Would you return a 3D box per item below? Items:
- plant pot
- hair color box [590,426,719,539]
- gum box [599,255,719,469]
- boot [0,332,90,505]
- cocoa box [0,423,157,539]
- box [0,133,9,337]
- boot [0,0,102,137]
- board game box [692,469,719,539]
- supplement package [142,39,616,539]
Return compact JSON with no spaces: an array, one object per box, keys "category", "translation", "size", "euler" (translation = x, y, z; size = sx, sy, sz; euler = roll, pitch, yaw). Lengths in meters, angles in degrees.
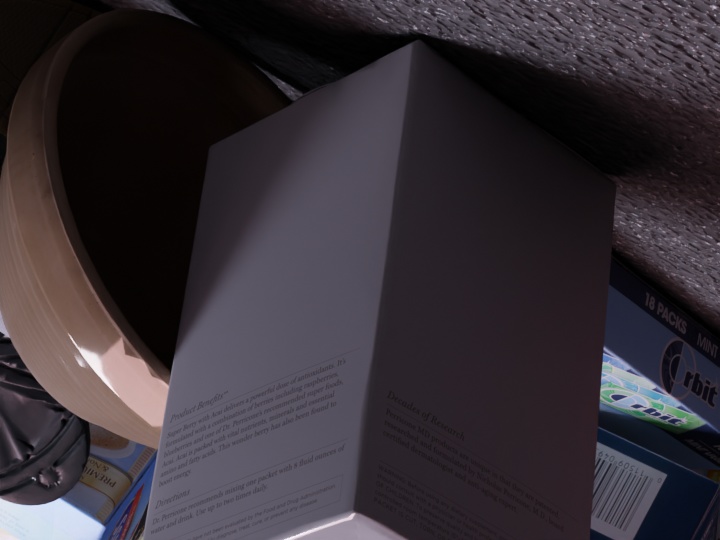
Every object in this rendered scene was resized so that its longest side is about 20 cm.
[{"category":"plant pot","translation":[-0.085,0.001,1.095],"size":[0.092,0.202,0.200],"euler":[-31,134,30]},{"category":"hair color box","translation":[0.116,0.150,1.304],"size":[0.100,0.061,0.200],"euler":[25,155,17]},{"category":"gum box","translation":[0.078,0.045,1.277],"size":[0.199,0.045,0.170],"euler":[-3,153,41]},{"category":"boot","translation":[-0.199,0.005,1.305],"size":[0.198,0.073,0.163],"euler":[48,-165,-17]},{"category":"cocoa box","translation":[-0.202,0.081,1.388],"size":[0.199,0.131,0.134],"euler":[31,133,5]},{"category":"box","translation":[-0.184,-0.058,1.247],"size":[0.158,0.048,0.201],"euler":[41,-164,-51]},{"category":"boot","translation":[-0.105,-0.062,1.254],"size":[0.199,0.072,0.155],"euler":[25,173,-6]},{"category":"board game box","translation":[0.177,0.126,1.409],"size":[0.199,0.105,0.103],"euler":[22,170,21]},{"category":"supplement package","translation":[0.010,0.041,0.991],"size":[0.120,0.201,0.121],"euler":[32,141,-34]}]
